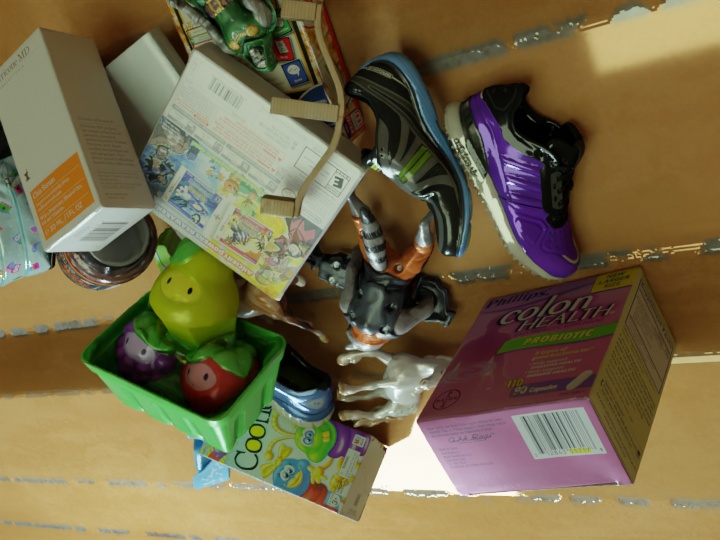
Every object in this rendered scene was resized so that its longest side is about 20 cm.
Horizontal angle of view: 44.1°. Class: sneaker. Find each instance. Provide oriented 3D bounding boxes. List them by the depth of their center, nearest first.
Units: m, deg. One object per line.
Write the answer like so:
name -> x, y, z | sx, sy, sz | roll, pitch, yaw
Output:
sneaker -> 0.164, -0.082, 0.805 | 0.099, 0.070, 0.200 | -23, 110, 35
sneaker -> 0.046, -0.102, 0.829 | 0.083, 0.071, 0.200 | -26, 93, -1
sneaker -> -0.119, 0.112, 1.076 | 0.200, 0.079, 0.089 | 21, 135, 8

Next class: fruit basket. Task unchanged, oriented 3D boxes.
fruit basket -> -0.190, 0.072, 0.972 | 0.215, 0.156, 0.216 | 22, 138, 22

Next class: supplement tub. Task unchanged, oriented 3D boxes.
supplement tub -> -0.299, -0.033, 1.044 | 0.107, 0.107, 0.200 | 51, 160, -11

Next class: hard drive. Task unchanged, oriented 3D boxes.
hard drive -> -0.200, -0.137, 0.942 | 0.132, 0.027, 0.200 | -26, 105, 34

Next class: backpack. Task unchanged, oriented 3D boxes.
backpack -> -0.456, -0.081, 1.102 | 0.167, 0.126, 0.200 | 27, 129, 53

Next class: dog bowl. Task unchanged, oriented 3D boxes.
dog bowl -> -0.207, 0.213, 1.219 | 0.050, 0.112, 0.200 | -3, 127, -6

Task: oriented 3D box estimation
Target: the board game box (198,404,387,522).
board game box -> -0.083, 0.230, 1.131 | 0.200, 0.103, 0.105 | 18, 165, 19

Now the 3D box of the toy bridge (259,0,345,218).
toy bridge -> -0.048, -0.147, 0.809 | 0.067, 0.027, 0.200 | 8, 100, 2

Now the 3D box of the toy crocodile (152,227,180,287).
toy crocodile -> -0.214, 0.037, 1.122 | 0.062, 0.068, 0.200 | -4, 123, 12

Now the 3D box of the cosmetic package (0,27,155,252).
cosmetic package -> -0.293, -0.129, 0.896 | 0.101, 0.071, 0.200 | -31, 75, 31

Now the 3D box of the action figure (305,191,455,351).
action figure -> 0.000, 0.000, 0.944 | 0.200, 0.105, 0.194 | 16, 120, 20

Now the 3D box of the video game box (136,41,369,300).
video game box -> -0.115, -0.095, 0.888 | 0.200, 0.047, 0.182 | 36, 119, -1

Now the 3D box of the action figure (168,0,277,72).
action figure -> -0.140, -0.264, 0.807 | 0.118, 0.055, 0.200 | -31, 103, 37

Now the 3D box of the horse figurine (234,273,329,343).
horse figurine -> -0.126, 0.039, 1.048 | 0.200, 0.050, 0.133 | 0, 148, 40

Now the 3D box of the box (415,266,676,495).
box -> 0.180, 0.104, 0.839 | 0.176, 0.200, 0.097 | -15, 113, 38

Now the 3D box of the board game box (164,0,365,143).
board game box -> -0.097, -0.213, 0.881 | 0.151, 0.046, 0.200 | -2, 120, 33

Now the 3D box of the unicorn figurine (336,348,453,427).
unicorn figurine -> 0.042, 0.130, 1.011 | 0.137, 0.074, 0.200 | -2, 163, -3
